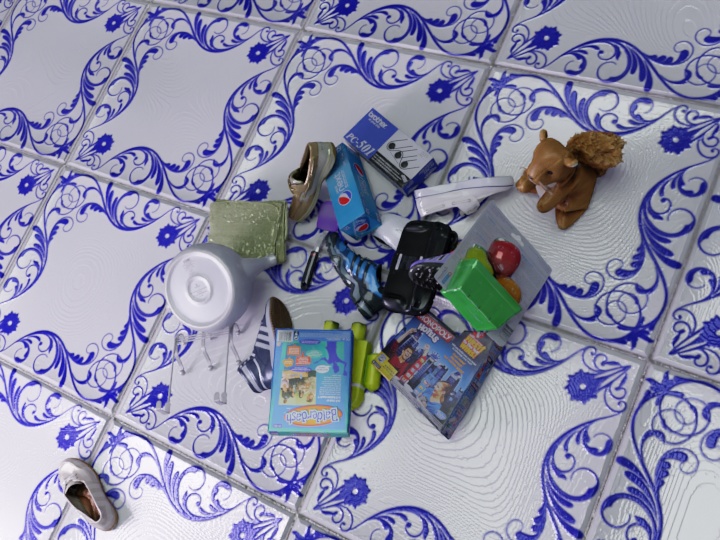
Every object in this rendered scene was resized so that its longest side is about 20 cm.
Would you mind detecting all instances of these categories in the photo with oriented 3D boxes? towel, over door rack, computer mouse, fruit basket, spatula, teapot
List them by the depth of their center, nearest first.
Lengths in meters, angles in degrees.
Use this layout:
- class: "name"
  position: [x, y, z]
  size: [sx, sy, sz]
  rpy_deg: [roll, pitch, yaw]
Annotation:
- class: "fruit basket"
  position: [0.240, 0.006, 1.463]
  size: [0.094, 0.185, 0.200]
  rpy_deg: [-22, 27, 55]
- class: "computer mouse"
  position: [0.099, -0.062, 1.629]
  size: [0.200, 0.044, 0.110]
  rpy_deg: [27, 83, 28]
- class: "over door rack"
  position: [-0.328, 0.209, 1.677]
  size: [0.148, 0.067, 0.200]
  rpy_deg: [-12, 46, 17]
- class: "teapot"
  position: [-0.305, 0.032, 1.702]
  size: [0.200, 0.146, 0.198]
  rpy_deg: [22, 103, 16]
- class: "spatula"
  position: [-0.089, -0.052, 1.715]
  size: [0.056, 0.021, 0.200]
  rpy_deg: [15, 77, 25]
- class: "towel"
  position: [-0.247, -0.082, 1.770]
  size: [0.200, 0.036, 0.149]
  rpy_deg: [2, 85, 23]

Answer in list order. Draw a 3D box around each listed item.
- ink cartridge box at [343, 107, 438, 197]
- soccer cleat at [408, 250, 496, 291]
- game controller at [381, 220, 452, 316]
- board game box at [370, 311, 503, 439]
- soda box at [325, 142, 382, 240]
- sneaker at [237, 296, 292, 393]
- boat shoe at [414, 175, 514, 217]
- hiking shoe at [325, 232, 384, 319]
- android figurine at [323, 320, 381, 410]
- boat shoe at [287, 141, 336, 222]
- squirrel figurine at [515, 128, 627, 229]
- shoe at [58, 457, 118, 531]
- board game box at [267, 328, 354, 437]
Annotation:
- class: "ink cartridge box"
  position: [0.062, -0.251, 1.716]
  size: [0.094, 0.044, 0.200]
  rpy_deg: [-45, 60, -1]
- class: "soccer cleat"
  position: [0.176, -0.008, 1.519]
  size: [0.200, 0.068, 0.073]
  rpy_deg: [1, 51, -21]
- class: "game controller"
  position: [0.108, -0.008, 1.562]
  size: [0.104, 0.042, 0.200]
  rpy_deg: [4, 65, 33]
- class: "board game box"
  position: [0.158, 0.170, 1.504]
  size: [0.200, 0.062, 0.200]
  rpy_deg: [-45, 57, -3]
- class: "soda box"
  position: [-0.022, -0.165, 1.686]
  size: [0.068, 0.064, 0.200]
  rpy_deg: [-33, 52, 22]
- class: "sneaker"
  position: [-0.196, 0.154, 1.653]
  size: [0.108, 0.070, 0.200]
  rpy_deg: [-29, 51, 25]
- class: "boat shoe"
  position: [0.208, -0.143, 1.610]
  size: [0.200, 0.071, 0.070]
  rpy_deg: [-9, 94, 15]
- class: "hiking shoe"
  position: [0.000, 0.000, 1.638]
  size: [0.087, 0.074, 0.200]
  rpy_deg: [-30, 72, 1]
- class: "android figurine"
  position: [-0.046, 0.198, 1.590]
  size: [0.182, 0.041, 0.200]
  rpy_deg: [1, 70, 22]
- class: "boat shoe"
  position: [-0.118, -0.189, 1.705]
  size: [0.200, 0.066, 0.074]
  rpy_deg: [-63, 35, 30]
- class: "squirrel figurine"
  position: [0.378, -0.199, 1.484]
  size: [0.200, 0.187, 0.142]
  rpy_deg: [-36, 61, 6]
- class: "shoe"
  position: [-0.579, 0.463, 1.699]
  size: [0.200, 0.053, 0.070]
  rpy_deg: [39, 88, 29]
- class: "board game box"
  position: [-0.092, 0.211, 1.533]
  size: [0.152, 0.045, 0.200]
  rpy_deg: [1, 68, 4]
